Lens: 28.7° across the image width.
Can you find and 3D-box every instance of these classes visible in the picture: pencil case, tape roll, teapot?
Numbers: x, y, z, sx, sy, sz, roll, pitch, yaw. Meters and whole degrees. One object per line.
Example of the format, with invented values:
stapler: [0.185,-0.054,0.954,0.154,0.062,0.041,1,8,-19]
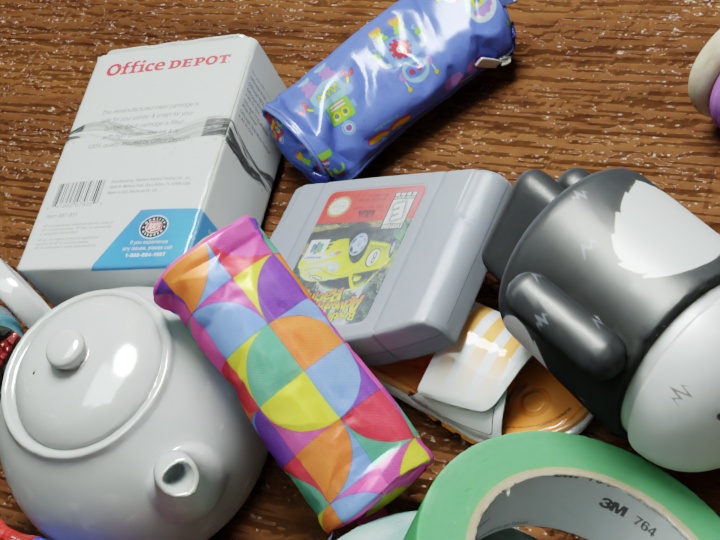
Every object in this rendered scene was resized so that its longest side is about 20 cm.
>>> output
pencil case: [-0.041,0.066,0.848,0.088,0.088,0.201,-35,82,-4]
tape roll: [0.115,0.174,0.716,0.198,0.049,0.202,13,40,-11]
pencil case: [0.026,-0.140,1.025,0.199,0.078,0.087,-37,69,-5]
teapot: [-0.161,0.082,0.908,0.197,0.146,0.199,-8,54,19]

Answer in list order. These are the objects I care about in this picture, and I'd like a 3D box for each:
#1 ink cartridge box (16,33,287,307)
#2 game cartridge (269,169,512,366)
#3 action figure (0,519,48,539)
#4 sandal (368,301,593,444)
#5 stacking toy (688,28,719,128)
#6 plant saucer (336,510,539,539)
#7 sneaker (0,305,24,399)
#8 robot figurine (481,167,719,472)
ink cartridge box: [-0.146,-0.065,1.040,0.143,0.084,0.202,-2,57,26]
game cartridge: [0.000,0.000,0.926,0.199,0.041,0.134,-2,58,46]
action figure: [-0.180,0.209,0.832,0.198,0.099,0.066,12,106,30]
sandal: [0.052,0.054,0.889,0.205,0.059,0.080,17,64,31]
stacking toy: [0.293,-0.073,0.871,0.085,0.086,0.201,-33,57,-2]
plant saucer: [0.058,0.199,0.739,0.198,0.039,0.202,8,43,-7]
sneaker: [-0.324,0.096,1.029,0.199,0.080,0.096,-33,27,2]
robot figurine: [0.160,0.021,0.799,0.150,0.125,0.200,-35,55,-14]
